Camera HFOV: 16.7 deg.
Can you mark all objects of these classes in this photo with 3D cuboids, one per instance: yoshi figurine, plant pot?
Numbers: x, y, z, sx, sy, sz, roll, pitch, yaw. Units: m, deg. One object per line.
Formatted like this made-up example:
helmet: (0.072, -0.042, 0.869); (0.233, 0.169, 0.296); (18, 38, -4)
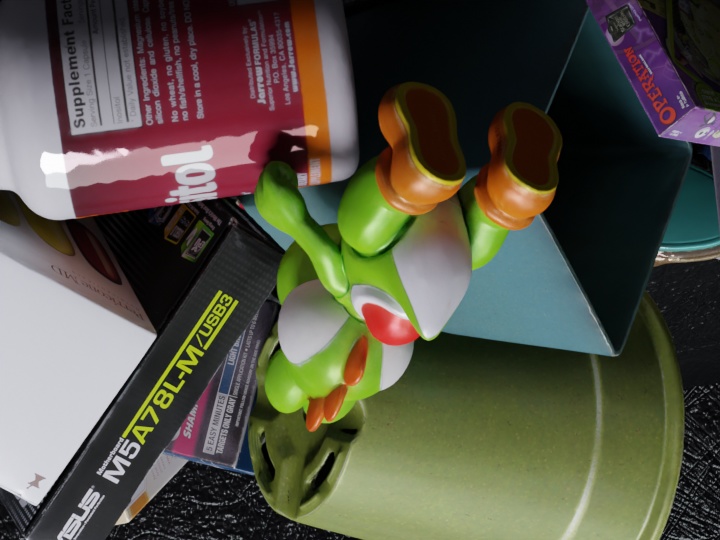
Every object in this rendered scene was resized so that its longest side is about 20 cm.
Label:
yoshi figurine: (0.009, -0.013, 1.132); (0.112, 0.112, 0.200); (-37, 168, -46)
plant pot: (0.046, 0.085, 1.362); (0.189, 0.201, 0.200); (8, 163, -31)
plant pot: (0.041, -0.055, 1.262); (0.199, 0.142, 0.141); (1, 141, 32)

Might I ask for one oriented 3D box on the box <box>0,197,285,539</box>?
box: (-0.137, 0.030, 1.296); (0.047, 0.193, 0.200); (34, -175, -31)

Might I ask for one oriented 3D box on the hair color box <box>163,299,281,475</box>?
hair color box: (-0.147, 0.046, 1.419); (0.199, 0.101, 0.061); (13, 174, 12)

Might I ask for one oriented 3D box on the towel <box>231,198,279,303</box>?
towel: (-0.041, 0.051, 1.559); (0.086, 0.165, 0.200); (-47, -164, 9)

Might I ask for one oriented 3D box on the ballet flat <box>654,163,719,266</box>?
ballet flat: (0.118, -0.031, 1.375); (0.199, 0.068, 0.072); (5, 155, 7)

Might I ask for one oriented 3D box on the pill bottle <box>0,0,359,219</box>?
pill bottle: (-0.105, -0.085, 1.150); (0.199, 0.114, 0.113); (-8, 171, -3)

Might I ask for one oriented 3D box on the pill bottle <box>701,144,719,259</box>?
pill bottle: (0.285, -0.066, 1.615); (0.112, 0.113, 0.200); (-5, 171, -18)

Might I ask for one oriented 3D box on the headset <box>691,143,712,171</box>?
headset: (0.124, -0.052, 1.480); (0.199, 0.124, 0.094); (-12, -161, -42)

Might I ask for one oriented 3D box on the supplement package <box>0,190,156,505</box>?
supplement package: (-0.198, 0.009, 1.249); (0.114, 0.110, 0.200); (30, -168, -30)

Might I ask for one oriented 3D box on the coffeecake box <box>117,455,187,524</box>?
coffeecake box: (-0.166, 0.061, 1.620); (0.073, 0.154, 0.200); (-14, -165, 27)

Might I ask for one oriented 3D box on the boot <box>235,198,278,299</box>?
boot: (0.000, 0.000, 1.468); (0.073, 0.200, 0.151); (-46, -173, 9)

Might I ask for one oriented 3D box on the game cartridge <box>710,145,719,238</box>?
game cartridge: (0.252, -0.069, 1.310); (0.129, 0.201, 0.038); (-8, 149, 12)

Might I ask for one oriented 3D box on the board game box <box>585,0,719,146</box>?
board game box: (0.181, -0.113, 1.216); (0.032, 0.120, 0.200); (-42, 153, 28)
